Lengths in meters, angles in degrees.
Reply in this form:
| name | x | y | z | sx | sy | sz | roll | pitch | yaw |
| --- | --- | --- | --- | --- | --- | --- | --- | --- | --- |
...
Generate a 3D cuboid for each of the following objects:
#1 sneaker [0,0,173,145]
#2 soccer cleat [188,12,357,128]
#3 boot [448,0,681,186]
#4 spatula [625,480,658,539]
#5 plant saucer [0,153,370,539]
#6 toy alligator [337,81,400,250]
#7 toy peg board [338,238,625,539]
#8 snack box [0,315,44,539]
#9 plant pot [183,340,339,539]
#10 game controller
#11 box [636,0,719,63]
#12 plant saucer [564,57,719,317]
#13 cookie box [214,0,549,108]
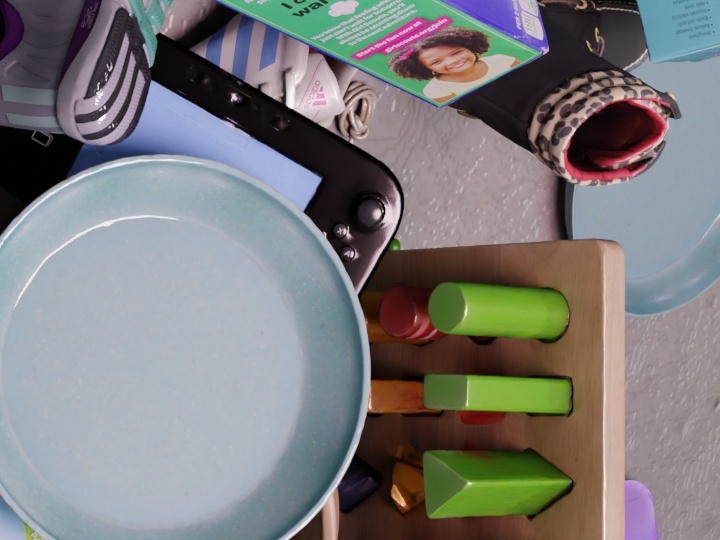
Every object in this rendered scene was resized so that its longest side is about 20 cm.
| name | x | y | z | sx | sy | sz | roll | pitch | yaw |
| --- | --- | --- | --- | --- | --- | --- | --- | --- | --- |
| sneaker | -0.131 | -0.144 | 1.370 | 0.075 | 0.087 | 0.200 | 75 | 23 | -44 |
| soccer cleat | -0.061 | -0.082 | 1.469 | 0.200 | 0.086 | 0.070 | -46 | 136 | -18 |
| boot | 0.124 | -0.101 | 1.593 | 0.203 | 0.154 | 0.074 | -7 | 121 | -42 |
| spatula | 0.170 | 0.225 | 1.911 | 0.056 | 0.021 | 0.200 | -19 | 126 | -23 |
| plant saucer | -0.095 | 0.046 | 1.380 | 0.199 | 0.036 | 0.201 | 2 | 83 | -18 |
| toy alligator | 0.000 | 0.000 | 1.598 | 0.059 | 0.054 | 0.201 | -9 | 116 | -43 |
| toy peg board | 0.025 | 0.086 | 1.469 | 0.098 | 0.199 | 0.201 | 5 | 84 | -48 |
| snack box | -0.248 | 0.097 | 1.353 | 0.200 | 0.068 | 0.169 | -27 | 109 | -36 |
| plant pot | -0.106 | 0.111 | 1.486 | 0.093 | 0.200 | 0.201 | -68 | 169 | -72 |
| game controller | -0.081 | -0.046 | 1.421 | 0.200 | 0.042 | 0.105 | 30 | 88 | -6 |
| box | 0.170 | -0.215 | 1.580 | 0.082 | 0.049 | 0.201 | -11 | 88 | -66 |
| plant saucer | 0.190 | -0.070 | 1.778 | 0.200 | 0.027 | 0.201 | -22 | 124 | -36 |
| cookie box | -0.010 | -0.189 | 1.404 | 0.075 | 0.172 | 0.200 | -28 | 151 | 30 |
